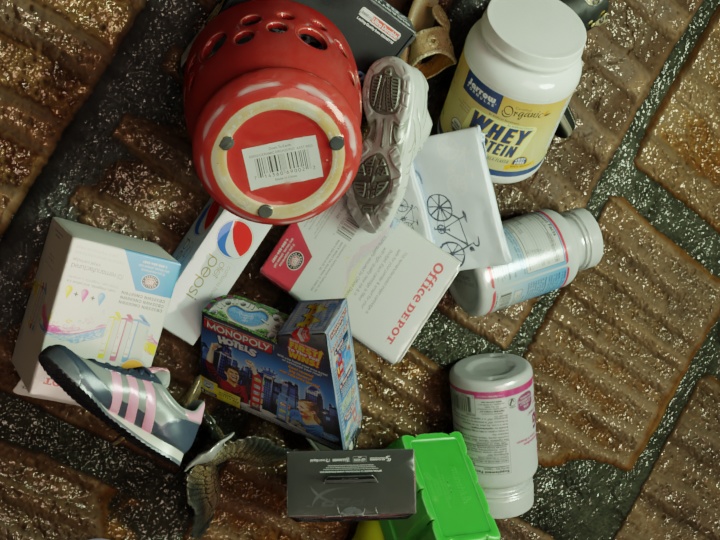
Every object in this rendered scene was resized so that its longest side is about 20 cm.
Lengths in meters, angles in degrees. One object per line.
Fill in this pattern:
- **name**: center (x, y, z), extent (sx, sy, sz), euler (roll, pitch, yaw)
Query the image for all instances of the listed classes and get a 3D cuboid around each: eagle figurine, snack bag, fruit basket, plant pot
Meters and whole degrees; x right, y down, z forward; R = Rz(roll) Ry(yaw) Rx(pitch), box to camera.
- **eagle figurine**: center (-0.170, 0.222, 1.362), extent (0.201, 0.150, 0.152), euler (56, 37, -31)
- **snack bag**: center (0.079, -0.073, 1.401), extent (0.021, 0.198, 0.191), euler (-51, 129, -58)
- **fruit basket**: center (0.074, 0.337, 1.498), extent (0.154, 0.215, 0.219), euler (0, 103, -25)
- **plant pot**: center (-0.092, -0.166, 1.215), extent (0.198, 0.183, 0.202), euler (-3, 123, -5)

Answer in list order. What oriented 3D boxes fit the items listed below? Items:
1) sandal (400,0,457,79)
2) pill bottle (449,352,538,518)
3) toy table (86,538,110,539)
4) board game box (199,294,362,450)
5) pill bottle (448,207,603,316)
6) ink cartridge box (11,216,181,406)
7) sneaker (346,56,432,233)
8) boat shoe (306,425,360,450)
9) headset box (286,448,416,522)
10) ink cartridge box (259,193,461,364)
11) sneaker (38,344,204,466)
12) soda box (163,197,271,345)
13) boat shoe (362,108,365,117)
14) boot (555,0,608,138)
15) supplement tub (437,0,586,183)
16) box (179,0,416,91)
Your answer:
- **sandal**: center (0.082, -0.252, 1.380), extent (0.214, 0.069, 0.078), euler (-67, 158, -6)
- **pill bottle**: center (0.183, 0.224, 1.543), extent (0.112, 0.113, 0.203), euler (-13, 108, -22)
- **toy table**: center (-0.291, 0.434, 1.366), extent (0.183, 0.117, 0.202), euler (-31, 113, -16)
- **board game box**: center (-0.085, 0.097, 1.316), extent (0.201, 0.198, 0.062), euler (102, 14, -46)
- **pill bottle**: center (0.217, -0.018, 1.503), extent (0.198, 0.109, 0.110), euler (-17, 109, -21)
- **ink cartridge box**: center (-0.299, 0.061, 1.266), extent (0.127, 0.125, 0.202), euler (14, 96, -27)
- **sneaker**: center (0.044, -0.141, 1.310), extent (0.099, 0.077, 0.202), euler (-7, 114, -56)
- **boat shoe**: center (-0.065, 0.146, 1.435), extent (0.201, 0.074, 0.060), euler (54, 34, -10)
- **headset box**: center (-0.011, 0.253, 1.331), extent (0.147, 0.200, 0.076), euler (-2, 76, 0)
- **ink cartridge box**: center (0.000, 0.000, 1.370), extent (0.199, 0.086, 0.148), euler (35, 85, 2)
- **sneaker**: center (-0.250, 0.124, 1.207), extent (0.200, 0.070, 0.083), euler (45, 66, -31)
- **soda box**: center (-0.175, -0.018, 1.338), extent (0.063, 0.068, 0.201), euler (34, 87, -27)
- **boat shoe**: center (-0.008, -0.281, 1.367), extent (0.067, 0.072, 0.202), euler (-4, 115, 13)
- **boot**: center (0.264, -0.291, 1.483), extent (0.150, 0.073, 0.201), euler (-40, 110, -12)
- **supplement tub**: center (0.182, -0.220, 1.372), extent (0.143, 0.145, 0.201), euler (-11, 144, -23)
- **box**: center (-0.072, -0.256, 1.295), extent (0.199, 0.050, 0.199), euler (32, 114, -25)
